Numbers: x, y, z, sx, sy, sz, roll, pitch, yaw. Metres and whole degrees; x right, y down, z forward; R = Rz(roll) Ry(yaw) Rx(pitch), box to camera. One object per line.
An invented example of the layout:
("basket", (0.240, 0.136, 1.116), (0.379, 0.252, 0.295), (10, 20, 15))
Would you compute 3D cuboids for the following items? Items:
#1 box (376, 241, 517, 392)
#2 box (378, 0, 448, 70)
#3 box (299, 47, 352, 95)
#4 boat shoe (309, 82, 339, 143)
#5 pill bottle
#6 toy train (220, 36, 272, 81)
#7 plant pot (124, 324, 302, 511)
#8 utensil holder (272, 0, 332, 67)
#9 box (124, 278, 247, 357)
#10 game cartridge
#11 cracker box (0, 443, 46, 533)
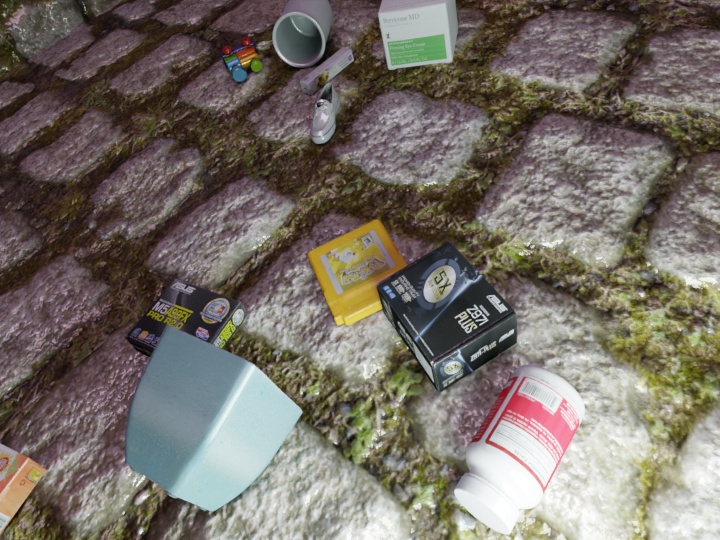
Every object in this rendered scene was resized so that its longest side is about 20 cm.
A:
("box", (0.144, 0.073, 0.921), (0.161, 0.087, 0.201), (-28, 47, -8))
("box", (0.170, -0.712, 1.542), (0.193, 0.174, 0.204), (0, 49, 17))
("box", (-0.100, -0.601, 1.624), (0.041, 0.039, 0.200), (27, 62, 33))
("boat shoe", (-0.103, -0.427, 1.453), (0.071, 0.068, 0.204), (-5, 49, 14))
("pill bottle", (0.213, 0.240, 0.734), (0.111, 0.114, 0.201), (24, 61, 33))
("toy train", (-0.348, -0.698, 1.768), (0.196, 0.085, 0.117), (-26, 57, -6))
("plant pot", (-0.243, 0.241, 0.836), (0.191, 0.198, 0.203), (16, 64, 29))
("utensil holder", (-0.177, -0.774, 1.717), (0.165, 0.173, 0.204), (-4, 45, 14))
("box", (-0.346, 0.111, 1.076), (0.195, 0.045, 0.162), (15, 57, 28))
("game cartridge", (0.000, 0.000, 1.070), (0.172, 0.033, 0.202), (-25, 46, -4))
("cracker box", (-0.671, 0.371, 0.945), (0.195, 0.058, 0.136), (11, 53, 24))
